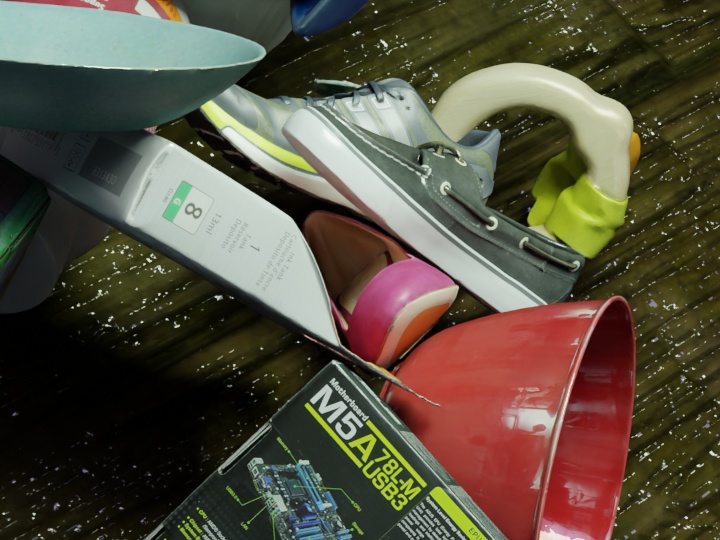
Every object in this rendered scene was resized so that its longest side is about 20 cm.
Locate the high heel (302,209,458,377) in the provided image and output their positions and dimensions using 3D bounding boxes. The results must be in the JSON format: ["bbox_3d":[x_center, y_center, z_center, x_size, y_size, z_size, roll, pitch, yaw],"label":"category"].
[{"bbox_3d":[0.000,0.000,1.271,0.096,0.067,0.200,46,5,3],"label":"high heel"}]

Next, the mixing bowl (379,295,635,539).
[{"bbox_3d":[0.065,0.103,1.228,0.108,0.200,0.200,10,43,18],"label":"mixing bowl"}]

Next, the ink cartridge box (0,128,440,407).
[{"bbox_3d":[-0.061,-0.013,1.161,0.200,0.161,0.050,30,87,-32],"label":"ink cartridge box"}]

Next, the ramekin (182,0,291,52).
[{"bbox_3d":[-0.103,-0.215,1.431,0.200,0.098,0.201,14,50,-17],"label":"ramekin"}]

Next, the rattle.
[{"bbox_3d":[0.065,-0.081,1.437,0.200,0.130,0.143,5,35,9],"label":"rattle"}]

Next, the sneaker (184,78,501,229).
[{"bbox_3d":[-0.011,-0.076,1.334,0.200,0.074,0.081,23,88,-23],"label":"sneaker"}]

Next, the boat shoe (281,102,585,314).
[{"bbox_3d":[0.041,-0.036,1.285,0.200,0.057,0.069,38,-1,-30],"label":"boat shoe"}]

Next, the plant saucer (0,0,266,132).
[{"bbox_3d":[-0.143,-0.091,1.082,0.201,0.039,0.201,5,13,-1],"label":"plant saucer"}]

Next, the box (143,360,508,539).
[{"bbox_3d":[-0.013,0.178,1.117,0.193,0.048,0.200,-44,77,2],"label":"box"}]

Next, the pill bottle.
[{"bbox_3d":[-0.169,-0.077,1.274,0.113,0.113,0.200,26,46,-8],"label":"pill bottle"}]

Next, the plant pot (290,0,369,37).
[{"bbox_3d":[-0.038,-0.258,1.296,0.180,0.200,0.200,23,45,-28],"label":"plant pot"}]

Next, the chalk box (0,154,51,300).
[{"bbox_3d":[-0.236,-0.002,1.117,0.124,0.200,0.124,33,46,0],"label":"chalk box"}]
